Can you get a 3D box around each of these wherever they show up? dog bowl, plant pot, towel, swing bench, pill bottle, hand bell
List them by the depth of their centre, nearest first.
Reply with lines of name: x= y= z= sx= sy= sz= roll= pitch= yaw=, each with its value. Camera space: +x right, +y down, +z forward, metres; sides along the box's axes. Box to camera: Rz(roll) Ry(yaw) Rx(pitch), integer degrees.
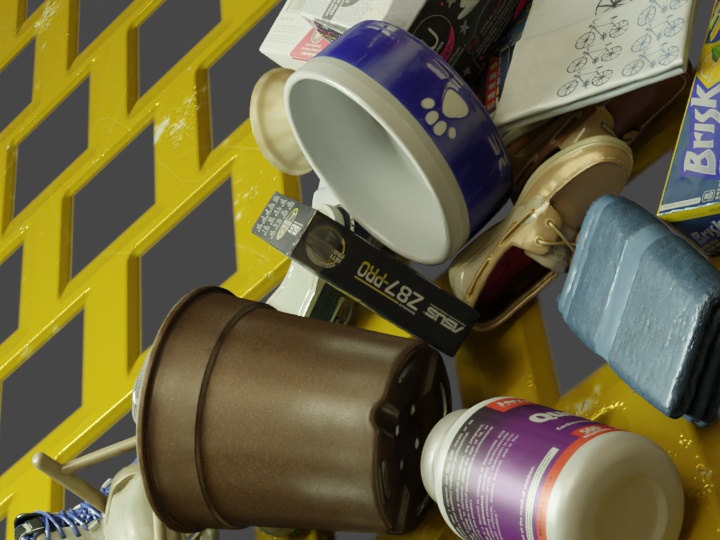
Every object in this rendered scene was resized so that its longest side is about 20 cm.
pill bottle: x=0.128 y=0.154 z=1.372 sx=0.199 sy=0.112 sz=0.113 roll=14 pitch=72 yaw=57
towel: x=0.212 y=0.025 z=1.413 sx=0.200 sy=0.048 sz=0.113 roll=-129 pitch=52 yaw=-61
plant pot: x=-0.043 y=0.120 z=1.535 sx=0.196 sy=0.201 sz=0.202 roll=4 pitch=61 yaw=25
dog bowl: x=0.031 y=-0.105 z=1.607 sx=0.079 sy=0.201 sz=0.199 roll=-40 pitch=27 yaw=-19
swing bench: x=-0.183 y=0.268 z=1.642 sx=0.129 sy=0.201 sz=0.200 roll=-20 pitch=42 yaw=10
hand bell: x=0.002 y=-0.156 z=1.794 sx=0.199 sy=0.104 sz=0.105 roll=-10 pitch=53 yaw=43

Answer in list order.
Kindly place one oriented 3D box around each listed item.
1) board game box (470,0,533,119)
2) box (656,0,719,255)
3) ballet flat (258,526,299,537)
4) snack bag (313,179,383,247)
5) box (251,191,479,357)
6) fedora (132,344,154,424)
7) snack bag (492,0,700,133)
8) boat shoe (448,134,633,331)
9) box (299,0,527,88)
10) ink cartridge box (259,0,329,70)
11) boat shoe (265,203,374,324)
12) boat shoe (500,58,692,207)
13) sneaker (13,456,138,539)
board game box: x=0.155 y=-0.195 z=1.707 sx=0.199 sy=0.061 sz=0.201 roll=-31 pitch=37 yaw=38
box: x=0.287 y=-0.115 z=1.449 sx=0.070 sy=0.064 sz=0.202 roll=-11 pitch=53 yaw=49
ballet flat: x=-0.047 y=0.132 z=1.682 sx=0.067 sy=0.062 sz=0.202 roll=-7 pitch=55 yaw=51
snack bag: x=0.020 y=-0.102 z=1.829 sx=0.188 sy=0.021 sz=0.202 roll=-26 pitch=42 yaw=41
box: x=0.000 y=0.000 z=1.597 sx=0.049 sy=0.161 sz=0.200 roll=-56 pitch=14 yaw=-1
fedora: x=-0.147 y=0.113 z=1.763 sx=0.199 sy=0.090 sz=0.179 roll=-17 pitch=66 yaw=54
snack bag: x=0.199 y=-0.205 z=1.562 sx=0.187 sy=0.021 sz=0.201 roll=-17 pitch=40 yaw=38
boat shoe: x=0.150 y=-0.023 z=1.553 sx=0.200 sy=0.073 sz=0.070 roll=-48 pitch=33 yaw=32
box: x=0.063 y=-0.263 z=1.693 sx=0.132 sy=0.115 sz=0.201 roll=29 pitch=84 yaw=41
ink cartridge box: x=0.004 y=-0.285 z=1.977 sx=0.145 sy=0.084 sz=0.201 roll=18 pitch=78 yaw=58
boat shoe: x=-0.043 y=0.027 z=1.767 sx=0.075 sy=0.061 sz=0.201 roll=49 pitch=125 yaw=47
boat shoe: x=0.192 y=-0.111 z=1.577 sx=0.200 sy=0.075 sz=0.072 roll=-36 pitch=44 yaw=39
sneaker: x=-0.258 y=0.247 z=1.817 sx=0.200 sy=0.115 sz=0.080 roll=-56 pitch=32 yaw=0
